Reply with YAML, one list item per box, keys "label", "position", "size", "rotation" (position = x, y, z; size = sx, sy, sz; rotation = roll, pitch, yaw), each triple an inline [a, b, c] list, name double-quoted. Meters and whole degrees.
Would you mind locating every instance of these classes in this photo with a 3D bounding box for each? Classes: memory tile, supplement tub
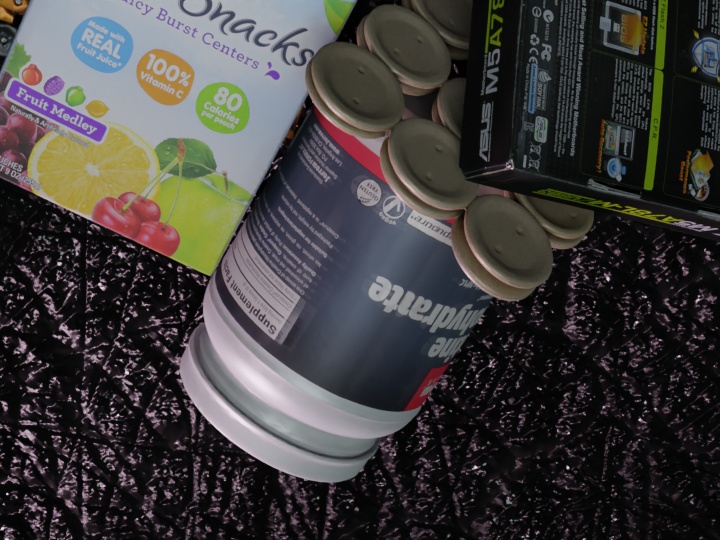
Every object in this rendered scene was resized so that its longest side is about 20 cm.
- label: "memory tile"
  position: [0.067, -0.083, 0.677]
  size: [0.153, 0.200, 0.017]
  rotation: [44, 133, -1]
- label: "supplement tub"
  position: [0.000, 0.000, 0.743]
  size: [0.139, 0.141, 0.201]
  rotation: [28, 109, -13]

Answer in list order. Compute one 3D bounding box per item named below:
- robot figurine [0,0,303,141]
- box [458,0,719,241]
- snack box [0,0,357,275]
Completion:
- label: "robot figurine"
  position: [-0.113, -0.149, 0.721]
  size: [0.198, 0.058, 0.146]
  rotation: [19, 110, -10]
- label: "box"
  position: [0.143, -0.126, 0.663]
  size: [0.192, 0.047, 0.202]
  rotation: [10, 81, -33]
- label: "snack box"
  position: [-0.094, -0.116, 0.676]
  size: [0.141, 0.053, 0.201]
  rotation: [25, 112, -14]
